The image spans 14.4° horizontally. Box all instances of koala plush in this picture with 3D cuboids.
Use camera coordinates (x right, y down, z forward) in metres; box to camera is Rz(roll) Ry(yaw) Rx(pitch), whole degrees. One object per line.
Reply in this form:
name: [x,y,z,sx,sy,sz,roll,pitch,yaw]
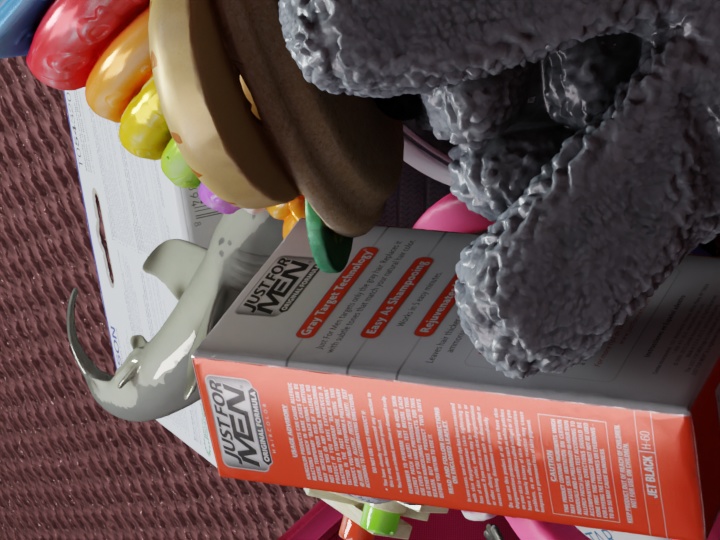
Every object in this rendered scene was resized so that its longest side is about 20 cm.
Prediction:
koala plush: [0.071,-0.089,1.050,0.178,0.183,0.200,58,179,-15]

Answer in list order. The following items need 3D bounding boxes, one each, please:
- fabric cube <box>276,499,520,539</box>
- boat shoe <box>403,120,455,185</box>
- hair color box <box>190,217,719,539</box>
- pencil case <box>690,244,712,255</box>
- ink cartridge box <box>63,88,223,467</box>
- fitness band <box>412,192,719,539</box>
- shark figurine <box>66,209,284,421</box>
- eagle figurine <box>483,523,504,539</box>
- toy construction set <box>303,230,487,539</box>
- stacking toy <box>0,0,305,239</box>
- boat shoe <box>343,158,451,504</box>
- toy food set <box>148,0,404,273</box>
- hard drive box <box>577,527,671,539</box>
fabric cube: [0.023,0.227,1.577,0.200,0.200,0.196,50,160,-2]
boat shoe: [0.016,-0.122,1.188,0.201,0.072,0.068,58,158,-6]
hair color box: [0.049,0.038,1.073,0.199,0.102,0.061,7,126,26]
pencil case: [0.160,0.062,1.184,0.200,0.087,0.078,44,168,17]
ink cartridge box: [-0.099,-0.011,1.488,0.200,0.043,0.197,-153,52,-69]
fitness band: [0.084,0.053,1.169,0.143,0.037,0.201,2,118,48]
shark figurine: [-0.069,0.041,1.323,0.089,0.129,0.214,22,141,-23]
eagle figurine: [0.091,0.202,1.303,0.199,0.151,0.152,16,153,38]
toy construction set: [0.014,0.044,1.333,0.131,0.092,0.201,21,114,41]
stacking toy: [-0.053,-0.064,1.182,0.200,0.110,0.116,51,-159,9]
boat shoe: [0.000,0.000,1.243,0.073,0.201,0.067,14,169,-31]
toy food set: [-0.033,-0.099,1.070,0.198,0.048,0.201,44,-149,-63]
hard drive box: [0.160,0.131,1.315,0.200,0.077,0.156,51,159,-3]
